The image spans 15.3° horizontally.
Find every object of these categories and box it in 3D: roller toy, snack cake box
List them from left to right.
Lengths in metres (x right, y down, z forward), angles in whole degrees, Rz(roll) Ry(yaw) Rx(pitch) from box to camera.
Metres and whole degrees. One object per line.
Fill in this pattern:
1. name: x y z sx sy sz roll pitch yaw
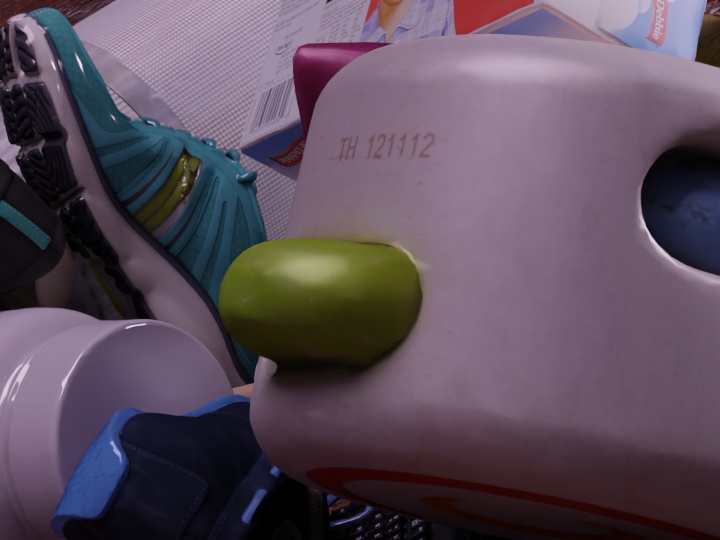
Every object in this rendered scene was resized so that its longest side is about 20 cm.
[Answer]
1. snack cake box: 0.044 -0.103 0.983 0.200 0.067 0.115 -21 48 55
2. roller toy: 0.067 0.008 0.807 0.182 0.140 0.200 9 -11 14

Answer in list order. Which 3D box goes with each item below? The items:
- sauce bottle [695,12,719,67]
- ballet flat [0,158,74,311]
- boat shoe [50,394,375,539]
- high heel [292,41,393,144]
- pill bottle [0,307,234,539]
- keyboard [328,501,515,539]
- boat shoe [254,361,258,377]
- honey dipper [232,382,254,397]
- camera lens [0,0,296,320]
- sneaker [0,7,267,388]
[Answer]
1. sauce bottle: 0.179 -0.067 1.105 0.066 0.066 0.200 -28 17 -9
2. ballet flat: -0.159 0.005 1.138 0.068 0.068 0.200 -61 4 -14
3. boat shoe: -0.045 0.091 0.906 0.084 0.069 0.200 -62 -13 9
4. high heel: 0.000 0.000 0.964 0.200 0.096 0.067 113 176 -51
5. pill bottle: -0.147 0.074 1.068 0.200 0.113 0.113 -8 25 44
6. keyboard: 0.010 0.104 0.891 0.104 0.040 0.200 -24 18 8
7. boat shoe: 0.052 0.014 1.091 0.200 0.073 0.062 -31 -26 4
8. honey dipper: -0.071 0.059 1.092 0.038 0.038 0.200 -39 14 -36
9. camera lens: -0.087 -0.050 1.262 0.200 0.160 0.160 -35 20 -28
10. sneaker: -0.085 -0.029 1.132 0.080 0.200 0.078 -39 19 -16
